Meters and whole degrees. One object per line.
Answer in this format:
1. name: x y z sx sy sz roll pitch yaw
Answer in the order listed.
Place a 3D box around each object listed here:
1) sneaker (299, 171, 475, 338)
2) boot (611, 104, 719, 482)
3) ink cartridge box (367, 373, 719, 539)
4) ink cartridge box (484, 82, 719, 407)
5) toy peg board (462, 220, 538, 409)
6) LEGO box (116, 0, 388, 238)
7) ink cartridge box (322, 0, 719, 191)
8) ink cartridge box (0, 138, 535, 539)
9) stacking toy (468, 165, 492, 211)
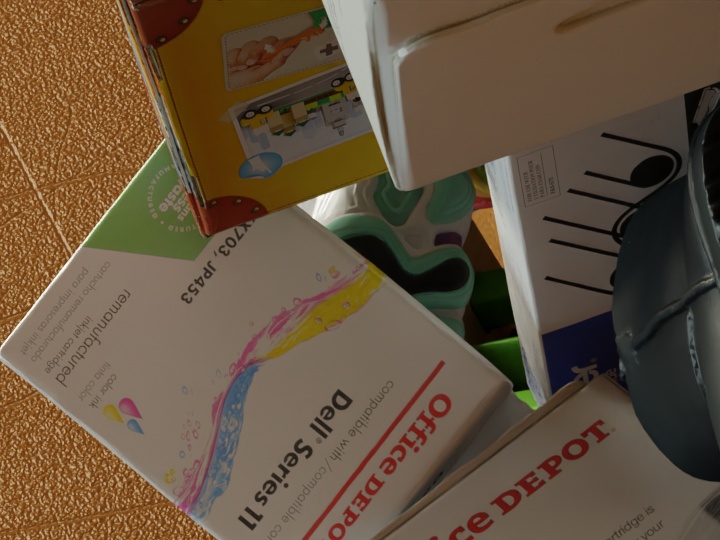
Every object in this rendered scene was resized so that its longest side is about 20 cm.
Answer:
1. sneaker: 0.000 0.000 1.182 0.140 0.077 0.201 125 162 -63
2. boot: 0.138 0.050 0.893 0.168 0.076 0.201 100 158 -77
3. ink cartridge box: 0.101 0.150 0.983 0.200 0.147 0.083 40 158 40
4. ink cartridge box: 0.101 -0.013 1.034 0.200 0.094 0.044 76 173 -54
5. toy peg board: 0.103 0.102 1.381 0.199 0.097 0.201 57 -145 -35
6. LEGO box: 0.015 -0.110 0.971 0.149 0.199 0.077 77 172 -59
7. ink cartridge box: 0.040 -0.151 0.771 0.145 0.145 0.201 78 172 -70
8. ink cartridge box: -0.022 0.051 1.054 0.200 0.117 0.067 38 179 8
9. stacking toy: 0.079 -0.068 1.215 0.200 0.109 0.117 33 143 66
